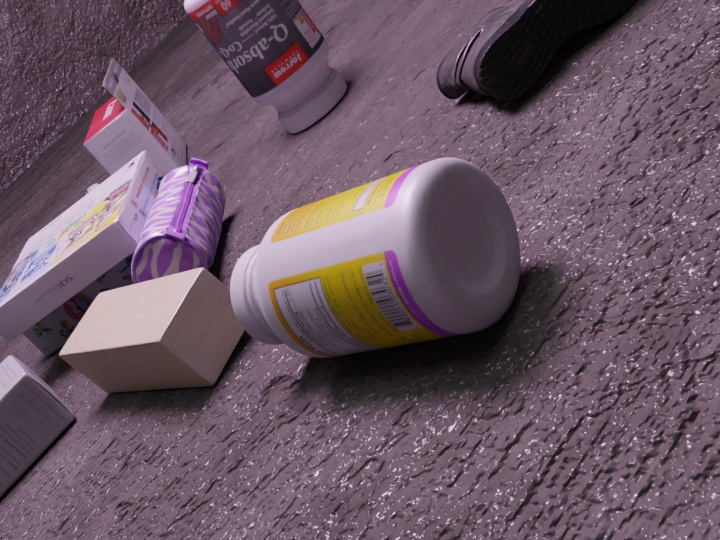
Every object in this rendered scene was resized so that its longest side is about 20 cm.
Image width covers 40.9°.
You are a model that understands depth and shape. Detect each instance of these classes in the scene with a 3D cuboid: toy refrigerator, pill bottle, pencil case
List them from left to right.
[{"bbox_3d":[-0.184,0.059,0.861,0.198,0.070,0.077,-12,42,49],"label":"toy refrigerator"},{"bbox_3d":[-0.187,-0.044,1.019,0.201,0.083,0.086,-96,28,-60],"label":"pencil case"},{"bbox_3d":[-0.109,-0.274,1.161,0.115,0.201,0.116,-32,23,16],"label":"pill bottle"},{"bbox_3d":[0.000,0.000,0.634,0.198,0.105,0.105,-14,34,46],"label":"pill bottle"}]

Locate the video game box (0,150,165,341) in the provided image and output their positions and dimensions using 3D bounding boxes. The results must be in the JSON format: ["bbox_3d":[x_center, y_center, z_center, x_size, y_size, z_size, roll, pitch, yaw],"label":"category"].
[{"bbox_3d":[-0.318,-0.032,1.097,0.199,0.047,0.183,-33,24,17],"label":"video game box"}]

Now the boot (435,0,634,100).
[{"bbox_3d":[0.155,-0.229,0.855,0.199,0.070,0.132,-38,18,-3],"label":"boot"}]

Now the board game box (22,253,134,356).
[{"bbox_3d":[-0.310,-0.003,1.170,0.198,0.064,0.148,-32,24,21],"label":"board game box"}]

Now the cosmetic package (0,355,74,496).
[{"bbox_3d":[-0.378,0.184,0.931,0.201,0.074,0.101,-49,24,-15],"label":"cosmetic package"}]

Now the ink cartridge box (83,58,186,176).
[{"bbox_3d":[-0.342,-0.204,1.426,0.083,0.176,0.200,-37,23,5],"label":"ink cartridge box"}]

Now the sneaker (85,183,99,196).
[{"bbox_3d":[-0.375,-0.070,1.373,0.071,0.073,0.200,-39,23,-6],"label":"sneaker"}]
